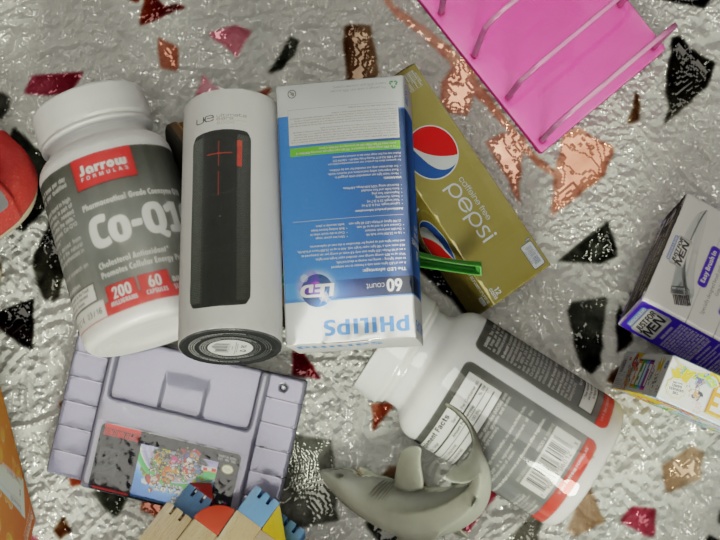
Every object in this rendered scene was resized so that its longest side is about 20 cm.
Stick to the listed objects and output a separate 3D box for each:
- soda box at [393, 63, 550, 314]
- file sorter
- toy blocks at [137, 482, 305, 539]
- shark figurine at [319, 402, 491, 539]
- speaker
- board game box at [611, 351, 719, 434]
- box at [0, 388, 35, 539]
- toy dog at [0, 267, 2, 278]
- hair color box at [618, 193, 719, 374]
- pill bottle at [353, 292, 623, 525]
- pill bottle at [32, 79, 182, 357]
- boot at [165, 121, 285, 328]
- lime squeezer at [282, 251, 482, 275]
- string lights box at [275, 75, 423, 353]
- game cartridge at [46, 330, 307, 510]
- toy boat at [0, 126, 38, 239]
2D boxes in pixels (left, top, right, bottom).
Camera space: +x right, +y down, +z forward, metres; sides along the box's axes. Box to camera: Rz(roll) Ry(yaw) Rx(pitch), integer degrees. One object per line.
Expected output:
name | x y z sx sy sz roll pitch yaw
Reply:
soda box | 0.068 -0.064 1.226 0.064 0.068 0.201 -33 87 -17
file sorter | 0.143 -0.223 1.207 0.139 0.125 0.201 -39 88 -1
toy blocks | -0.097 0.237 1.180 0.199 0.100 0.137 34 70 12
shark figurine | 0.055 0.193 1.168 0.128 0.214 0.090 40 57 -13
speaker | -0.099 -0.035 1.143 0.080 0.081 0.203 -1 68 1
board game box | 0.277 0.106 1.156 0.133 0.200 0.035 23 88 2
box | -0.329 0.156 1.163 0.096 0.125 0.202 -7 117 0
toy dog | -0.396 0.027 1.220 0.197 0.096 0.134 -9 86 0
hair color box | 0.323 0.037 1.211 0.198 0.065 0.110 29 65 0
pill bottle | 0.102 0.106 1.201 0.199 0.116 0.117 33 89 2
pill bottle | -0.194 -0.043 1.202 0.113 0.114 0.202 -18 78 0
boot | -0.087 -0.050 1.241 0.075 0.074 0.201 -38 95 -15
lime squeezer | 0.000 0.000 1.205 0.197 0.071 0.038 -5 127 6
string lights box | -0.008 -0.042 1.146 0.101 0.059 0.203 -3 81 8
game cartridge | -0.154 0.132 1.246 0.197 0.038 0.131 13 84 1
toy boat | -0.356 -0.105 1.186 0.130 0.131 0.200 -40 67 -21
